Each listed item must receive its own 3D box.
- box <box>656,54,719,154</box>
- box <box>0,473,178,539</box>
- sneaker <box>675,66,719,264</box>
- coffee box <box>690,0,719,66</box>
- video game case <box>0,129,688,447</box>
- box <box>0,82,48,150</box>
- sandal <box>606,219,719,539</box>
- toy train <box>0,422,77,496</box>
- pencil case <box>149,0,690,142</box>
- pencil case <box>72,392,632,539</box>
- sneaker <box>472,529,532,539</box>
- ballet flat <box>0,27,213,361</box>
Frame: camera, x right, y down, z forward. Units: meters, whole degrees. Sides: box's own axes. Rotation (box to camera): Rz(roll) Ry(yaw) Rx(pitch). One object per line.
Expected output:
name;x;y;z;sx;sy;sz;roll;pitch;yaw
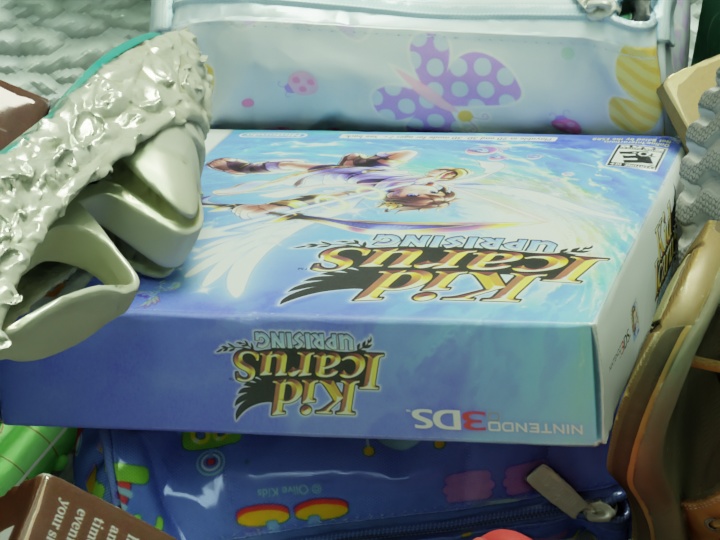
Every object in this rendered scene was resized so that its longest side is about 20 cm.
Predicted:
box;0.217;-0.008;1.012;0.163;0.021;0.200;-24;83;-17
box;-0.029;0.146;0.780;0.200;0.075;0.100;29;62;-15
sneaker;0.171;-0.066;0.967;0.082;0.075;0.200;26;80;-17
coffee box;0.214;-0.126;1.097;0.200;0.123;0.044;-30;61;-23
video game case;0.000;0.000;0.970;0.200;0.045;0.181;1;22;15
box;-0.185;0.019;0.933;0.100;0.075;0.200;22;58;-3
sandal;0.114;0.057;0.899;0.054;0.200;0.080;14;55;17
toy train;-0.145;0.079;0.986;0.056;0.042;0.200;32;58;11
pencil case;0.025;-0.084;1.067;0.200;0.091;0.083;2;91;15
pencil case;0.004;0.066;0.970;0.200;0.078;0.087;-6;29;-4
sneaker;0.111;0.095;0.860;0.116;0.200;0.078;-47;50;4
ballet flat;-0.089;-0.012;0.895;0.072;0.072;0.200;24;34;18
